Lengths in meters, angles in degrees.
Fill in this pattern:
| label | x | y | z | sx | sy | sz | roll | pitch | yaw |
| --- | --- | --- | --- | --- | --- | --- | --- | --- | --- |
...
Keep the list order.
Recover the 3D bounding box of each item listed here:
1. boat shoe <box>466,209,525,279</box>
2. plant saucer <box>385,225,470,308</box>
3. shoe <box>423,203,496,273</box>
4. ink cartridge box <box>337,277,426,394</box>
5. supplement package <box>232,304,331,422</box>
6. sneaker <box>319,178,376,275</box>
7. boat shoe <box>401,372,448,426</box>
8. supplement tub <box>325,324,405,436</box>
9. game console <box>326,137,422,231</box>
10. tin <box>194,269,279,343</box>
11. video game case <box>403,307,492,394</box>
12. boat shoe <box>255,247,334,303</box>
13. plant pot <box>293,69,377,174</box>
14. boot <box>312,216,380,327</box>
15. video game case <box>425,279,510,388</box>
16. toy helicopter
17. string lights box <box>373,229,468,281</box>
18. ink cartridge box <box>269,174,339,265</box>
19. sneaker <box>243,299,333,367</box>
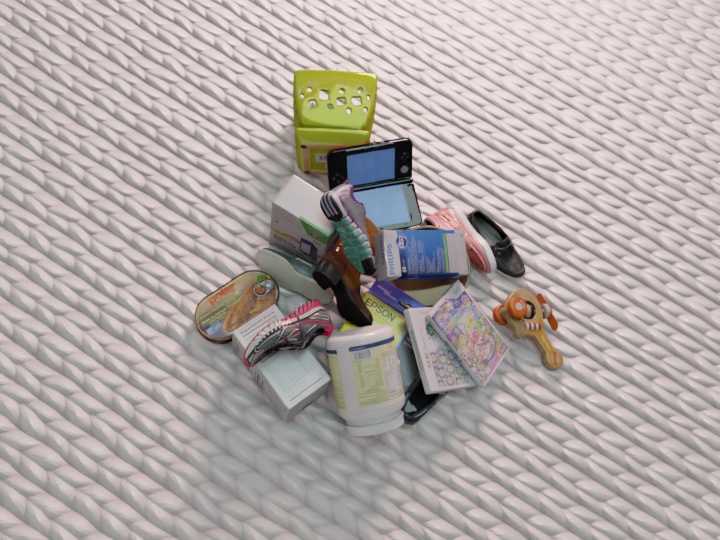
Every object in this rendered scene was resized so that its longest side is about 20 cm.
| label | x | y | z | sx | sy | sz | roll | pitch | yaw |
| --- | --- | --- | --- | --- | --- | --- | --- | --- | --- |
| boat shoe | 0.325 | -0.067 | 1.791 | 0.074 | 0.066 | 0.200 | -30 | 74 | -22 |
| plant saucer | 0.152 | -0.002 | 1.724 | 0.198 | 0.029 | 0.202 | 0 | 81 | 2 |
| shoe | 0.232 | -0.062 | 1.775 | 0.091 | 0.072 | 0.201 | -25 | 67 | -17 |
| ink cartridge box | 0.068 | 0.137 | 1.654 | 0.197 | 0.047 | 0.201 | 32 | 75 | 7 |
| supplement package | -0.167 | 0.193 | 1.565 | 0.113 | 0.110 | 0.200 | -33 | 75 | -21 |
| sneaker | -0.002 | -0.089 | 1.553 | 0.088 | 0.074 | 0.201 | -43 | 117 | -35 |
| boat shoe | 0.151 | 0.249 | 1.620 | 0.200 | 0.062 | 0.075 | -40 | 77 | -23 |
| supplement tub | 0.012 | 0.222 | 1.536 | 0.144 | 0.145 | 0.202 | -11 | 92 | -14 |
| game console | 0.034 | -0.187 | 1.698 | 0.198 | 0.173 | 0.119 | -11 | 45 | -9 |
| tin | -0.268 | 0.079 | 1.641 | 0.199 | 0.042 | 0.112 | -34 | 79 | -22 |
| video game case | 0.191 | 0.167 | 1.629 | 0.199 | 0.024 | 0.183 | 0 | 68 | -41 |
| boat shoe | -0.141 | 0.003 | 1.689 | 0.199 | 0.073 | 0.062 | 29 | 40 | 5 |
| plant pot | -0.064 | -0.338 | 1.775 | 0.198 | 0.199 | 0.183 | 3 | 68 | -2 |
| boot | 0.000 | 0.000 | 1.637 | 0.188 | 0.068 | 0.200 | 47 | 52 | -16 |
| video game case | 0.238 | 0.137 | 1.653 | 0.200 | 0.018 | 0.143 | 52 | 48 | -7 |
| toy helicopter | 0.406 | 0.132 | 1.724 | 0.132 | 0.079 | 0.201 | -27 | 83 | -29 |
| string lights box | 0.133 | -0.034 | 1.646 | 0.198 | 0.059 | 0.104 | -1 | 81 | -23 |
| ink cartridge box | -0.118 | -0.098 | 1.657 | 0.145 | 0.200 | 0.088 | 32 | 68 | 5 |
| sneaker | -0.143 | 0.133 | 1.491 | 0.199 | 0.081 | 0.075 | -31 | 76 | -22 |
